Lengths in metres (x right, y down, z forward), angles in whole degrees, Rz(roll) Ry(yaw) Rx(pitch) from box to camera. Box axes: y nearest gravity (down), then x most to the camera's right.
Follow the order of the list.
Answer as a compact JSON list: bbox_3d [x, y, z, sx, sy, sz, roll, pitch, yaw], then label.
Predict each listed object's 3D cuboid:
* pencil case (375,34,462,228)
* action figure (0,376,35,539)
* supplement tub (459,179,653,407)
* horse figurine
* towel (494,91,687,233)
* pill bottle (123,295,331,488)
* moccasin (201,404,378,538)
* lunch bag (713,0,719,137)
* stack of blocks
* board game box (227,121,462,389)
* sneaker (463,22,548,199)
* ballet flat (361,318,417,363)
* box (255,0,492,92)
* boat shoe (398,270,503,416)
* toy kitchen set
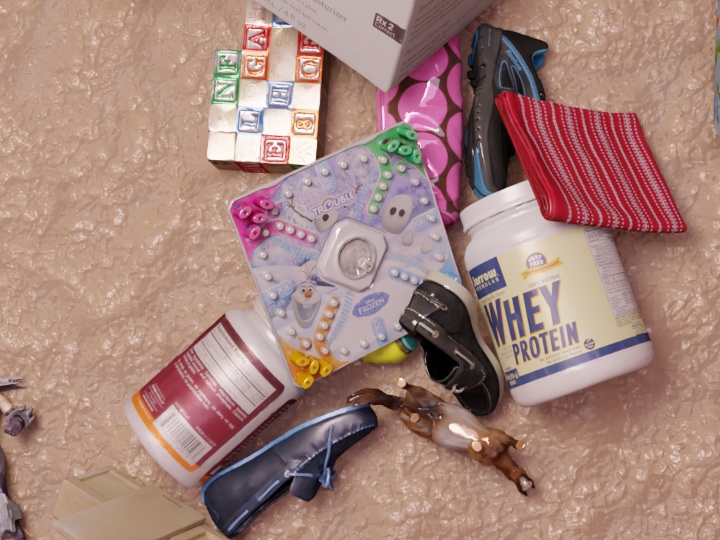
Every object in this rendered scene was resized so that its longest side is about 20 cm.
[{"bbox_3d":[0.055,-0.143,1.359,0.093,0.091,0.202,3,81,-30],"label":"pencil case"},{"bbox_3d":[-0.392,0.188,1.377,0.129,0.069,0.201,-16,80,9],"label":"action figure"},{"bbox_3d":[0.186,0.018,1.299,0.144,0.145,0.201,-20,82,3],"label":"supplement tub"},{"bbox_3d":[0.087,0.153,1.304,0.199,0.133,0.050,25,82,10],"label":"horse figurine"},{"bbox_3d":[0.224,-0.103,1.286,0.022,0.199,0.145,-43,55,41],"label":"towel"},{"bbox_3d":[-0.128,0.111,1.335,0.200,0.114,0.114,-41,82,0],"label":"pill bottle"},{"bbox_3d":[-0.062,0.204,1.343,0.199,0.080,0.068,-32,68,14],"label":"moccasin"},{"bbox_3d":[0.439,-0.222,1.334,0.159,0.082,0.202,3,85,3],"label":"lunch bag"},{"bbox_3d":[-0.092,-0.205,1.392,0.114,0.059,0.202,4,85,6],"label":"stack of blocks"},{"bbox_3d":[-0.004,-0.013,1.276,0.199,0.026,0.201,-26,112,-17],"label":"board game box"},{"bbox_3d":[0.148,-0.161,1.337,0.081,0.073,0.201,8,65,-3],"label":"sneaker"},{"bbox_3d":[0.000,0.000,1.364,0.067,0.067,0.201,-18,84,25],"label":"ballet flat"},{"bbox_3d":[0.018,-0.313,1.291,0.198,0.131,0.200,36,53,15],"label":"box"},{"bbox_3d":[0.085,0.084,1.285,0.072,0.200,0.068,19,62,33],"label":"boat shoe"},{"bbox_3d":[-0.240,0.323,1.295,0.199,0.163,0.181,27,104,21],"label":"toy kitchen set"}]
